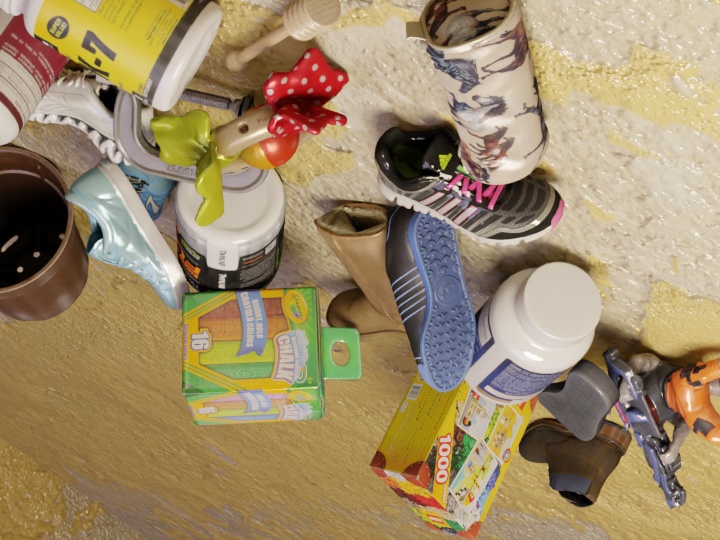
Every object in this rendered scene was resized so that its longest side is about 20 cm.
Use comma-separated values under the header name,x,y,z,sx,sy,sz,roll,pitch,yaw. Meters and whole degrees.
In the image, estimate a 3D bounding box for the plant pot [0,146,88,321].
name,x,y,z,sx,sy,sz,roll,pitch,yaw
plant pot,-0.456,-0.033,1.923,0.200,0.201,0.198,23,163,11

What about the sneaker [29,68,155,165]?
name,x,y,z,sx,sy,sz,roll,pitch,yaw
sneaker,-0.312,-0.194,1.590,0.199,0.075,0.081,24,142,3

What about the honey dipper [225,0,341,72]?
name,x,y,z,sx,sy,sz,roll,pitch,yaw
honey dipper,-0.079,-0.213,1.331,0.038,0.038,0.200,37,156,-19

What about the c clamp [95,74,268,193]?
name,x,y,z,sx,sy,sz,roll,pitch,yaw
c clamp,-0.183,-0.160,1.495,0.199,0.027,0.171,18,125,4

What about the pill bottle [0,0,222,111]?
name,x,y,z,sx,sy,sz,roll,pitch,yaw
pill bottle,-0.239,-0.244,1.346,0.200,0.115,0.114,30,156,-3

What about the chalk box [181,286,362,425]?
name,x,y,z,sx,sy,sz,roll,pitch,yaw
chalk box,-0.099,0.098,1.656,0.199,0.125,0.124,-4,157,-1

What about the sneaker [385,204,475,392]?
name,x,y,z,sx,sy,sz,roll,pitch,yaw
sneaker,0.068,0.024,1.517,0.078,0.070,0.201,18,117,60

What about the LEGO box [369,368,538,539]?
name,x,y,z,sx,sy,sz,roll,pitch,yaw
LEGO box,0.115,0.192,1.725,0.077,0.200,0.149,6,148,41

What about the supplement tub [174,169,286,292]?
name,x,y,z,sx,sy,sz,roll,pitch,yaw
supplement tub,-0.147,-0.042,1.636,0.122,0.123,0.200,25,156,6

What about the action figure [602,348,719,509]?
name,x,y,z,sx,sy,sz,roll,pitch,yaw
action figure,0.346,0.153,1.528,0.193,0.105,0.201,7,127,48

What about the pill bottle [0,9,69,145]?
name,x,y,z,sx,sy,sz,roll,pitch,yaw
pill bottle,-0.374,-0.200,1.468,0.114,0.200,0.114,23,156,11

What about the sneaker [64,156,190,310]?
name,x,y,z,sx,sy,sz,roll,pitch,yaw
sneaker,-0.268,-0.027,1.644,0.200,0.082,0.074,61,166,-21

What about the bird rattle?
name,x,y,z,sx,sy,sz,roll,pitch,yaw
bird rattle,-0.096,-0.139,1.395,0.113,0.200,0.163,58,-168,5

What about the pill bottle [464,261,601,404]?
name,x,y,z,sx,sy,sz,roll,pitch,yaw
pill bottle,0.178,0.063,1.510,0.111,0.111,0.200,29,156,-1

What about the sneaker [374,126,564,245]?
name,x,y,z,sx,sy,sz,roll,pitch,yaw
sneaker,0.093,-0.085,1.353,0.199,0.074,0.087,20,162,29

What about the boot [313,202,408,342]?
name,x,y,z,sx,sy,sz,roll,pitch,yaw
boot,0.000,0.000,1.644,0.175,0.066,0.200,0,144,31

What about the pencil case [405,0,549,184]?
name,x,y,z,sx,sy,sz,roll,pitch,yaw
pencil case,0.102,-0.152,1.202,0.089,0.078,0.200,-4,146,16

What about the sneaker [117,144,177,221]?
name,x,y,z,sx,sy,sz,roll,pitch,yaw
sneaker,-0.263,-0.086,1.710,0.078,0.090,0.200,27,152,2

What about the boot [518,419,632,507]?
name,x,y,z,sx,sy,sz,roll,pitch,yaw
boot,0.247,0.243,1.812,0.075,0.097,0.200,36,155,-18

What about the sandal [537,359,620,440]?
name,x,y,z,sx,sy,sz,roll,pitch,yaw
sandal,0.244,0.137,1.563,0.076,0.043,0.200,45,164,5
